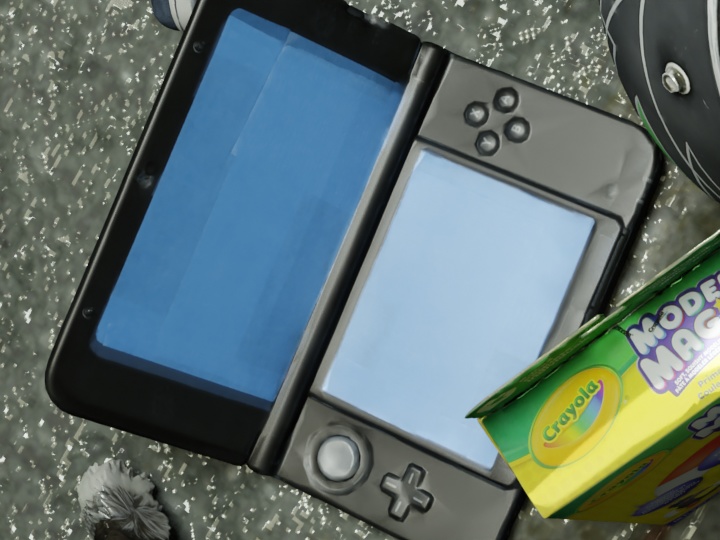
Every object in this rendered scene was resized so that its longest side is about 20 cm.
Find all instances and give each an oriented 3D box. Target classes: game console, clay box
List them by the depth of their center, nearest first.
[{"bbox_3d":[0.120,0.042,0.722,0.115,0.200,0.048,-38,71,14],"label":"clay box"},{"bbox_3d":[0.000,0.000,0.823,0.176,0.116,0.200,24,93,23],"label":"game console"}]

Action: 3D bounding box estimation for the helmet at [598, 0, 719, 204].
[{"bbox_3d":[0.169,-0.090,0.614,0.191,0.200,0.200,22,92,19],"label":"helmet"}]

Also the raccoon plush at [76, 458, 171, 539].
[{"bbox_3d":[-0.098,0.200,0.876,0.134,0.097,0.200,-49,39,24],"label":"raccoon plush"}]

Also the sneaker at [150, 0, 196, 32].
[{"bbox_3d":[-0.126,-0.192,0.913,0.146,0.077,0.202,-6,71,10],"label":"sneaker"}]
